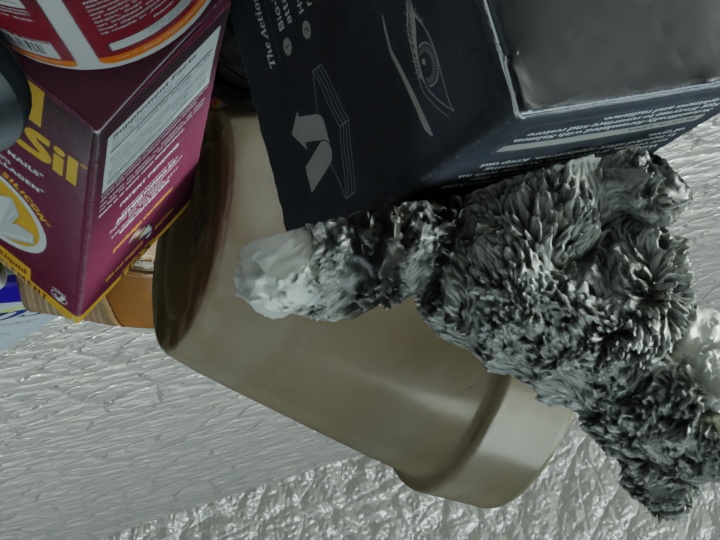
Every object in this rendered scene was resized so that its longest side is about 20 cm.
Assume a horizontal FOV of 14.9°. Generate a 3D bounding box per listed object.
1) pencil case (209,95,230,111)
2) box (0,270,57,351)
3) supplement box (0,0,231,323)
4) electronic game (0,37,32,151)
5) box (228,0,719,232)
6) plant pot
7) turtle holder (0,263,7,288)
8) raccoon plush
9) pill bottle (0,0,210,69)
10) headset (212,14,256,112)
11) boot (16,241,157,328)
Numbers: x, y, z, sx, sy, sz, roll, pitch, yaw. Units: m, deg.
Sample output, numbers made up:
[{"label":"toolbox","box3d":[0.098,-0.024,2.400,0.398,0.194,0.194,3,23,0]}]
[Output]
[{"label":"pencil case","box3d":[-0.021,-0.107,1.390,0.087,0.088,0.200,-19,167,25]},{"label":"box","box3d":[-0.257,-0.011,1.516,0.183,0.105,0.200,-7,167,-36]},{"label":"supplement box","box3d":[-0.131,-0.075,1.174,0.086,0.110,0.200,-49,171,-23]},{"label":"electronic game","box3d":[-0.220,-0.097,1.056,0.199,0.042,0.200,18,161,7]},{"label":"box","box3d":[0.036,-0.126,1.050,0.117,0.198,0.200,-10,169,-28]},{"label":"plant pot","box3d":[0.000,0.000,1.292,0.173,0.201,0.200,11,161,-18]},{"label":"turtle holder","box3d":[-0.240,-0.003,1.290,0.131,0.142,0.186,-19,-175,1]},{"label":"raccoon plush","box3d":[0.058,0.039,1.020,0.199,0.135,0.097,-14,172,-13]},{"label":"pill bottle","box3d":[-0.110,-0.147,0.973,0.112,0.113,0.200,-14,170,1]},{"label":"headset","box3d":[-0.021,-0.117,1.226,0.199,0.094,0.124,9,133,-32]},{"label":"boot","box3d":[-0.102,-0.045,1.364,0.154,0.077,0.201,2,131,8]}]
